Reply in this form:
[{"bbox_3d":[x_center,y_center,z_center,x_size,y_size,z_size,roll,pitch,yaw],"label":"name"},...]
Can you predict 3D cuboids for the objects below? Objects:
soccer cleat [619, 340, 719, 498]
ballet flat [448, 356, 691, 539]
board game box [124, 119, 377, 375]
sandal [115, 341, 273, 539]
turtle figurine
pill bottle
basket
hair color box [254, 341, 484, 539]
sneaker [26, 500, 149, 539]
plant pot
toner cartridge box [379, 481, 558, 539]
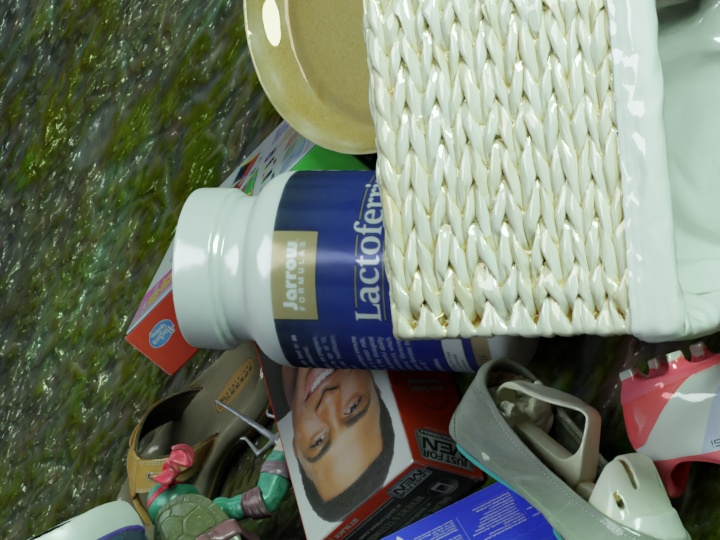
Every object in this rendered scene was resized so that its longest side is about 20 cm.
[{"bbox_3d":[0.219,0.062,1.366,0.200,0.067,0.077,-20,91,41],"label":"soccer cleat"},{"bbox_3d":[0.120,0.111,1.408,0.200,0.067,0.064,40,116,40],"label":"ballet flat"},{"bbox_3d":[-0.056,-0.042,1.681,0.200,0.040,0.153,-44,13,27],"label":"board game box"},{"bbox_3d":[-0.118,0.113,1.758,0.200,0.054,0.080,-54,42,23],"label":"sandal"},{"bbox_3d":[-0.075,0.182,1.646,0.200,0.101,0.150,51,131,34],"label":"turtle figurine"},{"bbox_3d":[0.000,0.000,1.537,0.200,0.116,0.116,0,74,15],"label":"pill bottle"},{"bbox_3d":[0.115,-0.064,1.352,0.161,0.198,0.200,-5,93,27],"label":"basket"},{"bbox_3d":[-0.002,0.066,1.627,0.102,0.061,0.200,-43,47,31],"label":"hair color box"},{"bbox_3d":[-0.145,0.227,1.655,0.081,0.200,0.147,-25,79,2],"label":"sneaker"},{"bbox_3d":[0.011,-0.166,1.543,0.200,0.027,0.200,-3,85,42],"label":"plant pot"},{"bbox_3d":[0.041,0.185,1.448,0.200,0.043,0.095,-25,46,-6],"label":"toner cartridge box"}]
